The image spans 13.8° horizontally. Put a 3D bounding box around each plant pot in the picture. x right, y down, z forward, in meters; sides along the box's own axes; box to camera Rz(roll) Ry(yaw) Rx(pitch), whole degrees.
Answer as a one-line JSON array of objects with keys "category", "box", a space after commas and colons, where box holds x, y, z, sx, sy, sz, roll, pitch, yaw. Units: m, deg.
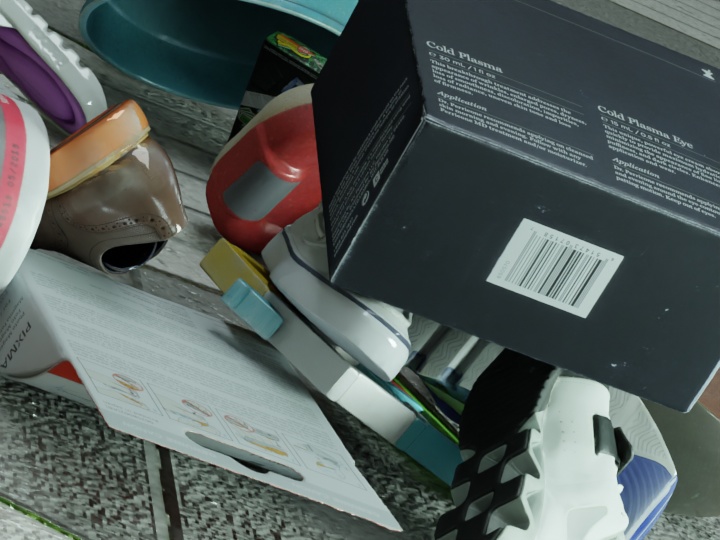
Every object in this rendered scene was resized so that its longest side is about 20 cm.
[{"category": "plant pot", "box": [-0.068, -0.226, 1.941, 0.200, 0.188, 0.200, 10, -17, 3]}]

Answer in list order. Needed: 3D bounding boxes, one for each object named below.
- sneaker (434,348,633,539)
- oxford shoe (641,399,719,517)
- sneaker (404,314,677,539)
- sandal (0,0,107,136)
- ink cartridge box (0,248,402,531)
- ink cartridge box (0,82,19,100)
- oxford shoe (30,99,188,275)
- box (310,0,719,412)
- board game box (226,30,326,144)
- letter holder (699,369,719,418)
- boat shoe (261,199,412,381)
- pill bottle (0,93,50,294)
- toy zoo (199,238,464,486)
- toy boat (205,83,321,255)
[{"category": "sneaker", "box": [0.097, 0.100, 1.484, 0.089, 0.074, 0.200, 42, 44, -22]}, {"category": "oxford shoe", "box": [0.135, 0.078, 1.709, 0.200, 0.071, 0.071, 27, 8, -5]}, {"category": "sneaker", "box": [0.090, 0.067, 1.603, 0.199, 0.081, 0.115, 44, 1, 13]}, {"category": "sandal", "box": [-0.236, -0.144, 1.791, 0.203, 0.082, 0.050, 36, 60, 21]}, {"category": "ink cartridge box", "box": [-0.087, 0.067, 1.384, 0.162, 0.057, 0.200, 22, 19, -28]}, {"category": "ink cartridge box", "box": [-0.292, -0.120, 1.586, 0.200, 0.067, 0.116, 38, 18, 32]}, {"category": "oxford shoe", "box": [-0.141, -0.024, 1.472, 0.073, 0.071, 0.200, 55, -21, -5]}, {"category": "box", "box": [0.089, -0.048, 1.473, 0.200, 0.104, 0.182, 21, 30, -17]}, {"category": "board game box", "box": [0.011, -0.057, 1.854, 0.200, 0.105, 0.023, 33, 35, 13]}, {"category": "letter holder", "box": [0.245, 0.031, 1.908, 0.200, 0.142, 0.101, 29, 15, 1]}, {"category": "boat shoe", "box": [0.000, 0.000, 1.494, 0.072, 0.066, 0.200, 41, 3, -11]}, {"category": "pill bottle", "box": [-0.253, -0.056, 1.366, 0.200, 0.111, 0.111, 20, 17, -30]}, {"category": "toy zoo", "box": [-0.006, 0.051, 1.518, 0.200, 0.020, 0.131, 39, 4, -44]}, {"category": "toy boat", "box": [0.011, -0.015, 1.740, 0.200, 0.131, 0.131, 19, 48, -29]}]
